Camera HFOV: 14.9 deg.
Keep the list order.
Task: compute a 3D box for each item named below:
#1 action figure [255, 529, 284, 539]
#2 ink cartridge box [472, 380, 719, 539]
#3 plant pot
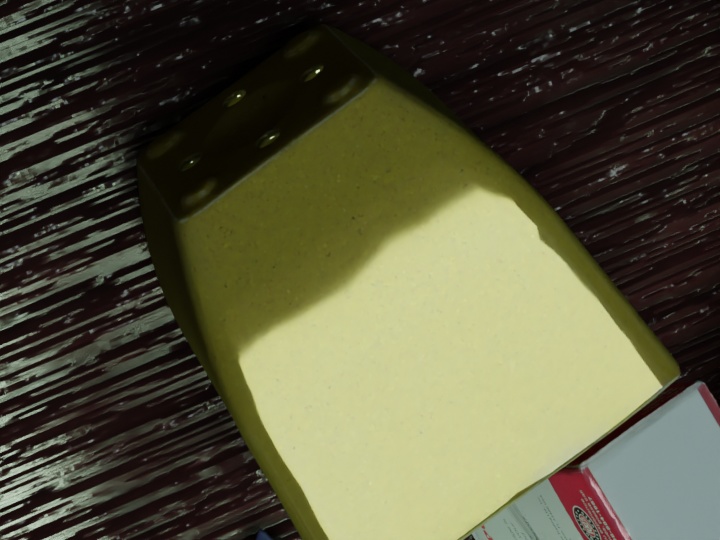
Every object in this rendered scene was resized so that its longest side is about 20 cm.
[{"bbox_3d":[-0.030,0.244,1.484,0.192,0.105,0.201,-4,119,-31],"label":"action figure"},{"bbox_3d":[0.140,0.139,1.413,0.083,0.200,0.146,-35,97,-17],"label":"ink cartridge box"},{"bbox_3d":[0.000,0.000,1.324,0.195,0.194,0.201,-35,114,-2],"label":"plant pot"}]
